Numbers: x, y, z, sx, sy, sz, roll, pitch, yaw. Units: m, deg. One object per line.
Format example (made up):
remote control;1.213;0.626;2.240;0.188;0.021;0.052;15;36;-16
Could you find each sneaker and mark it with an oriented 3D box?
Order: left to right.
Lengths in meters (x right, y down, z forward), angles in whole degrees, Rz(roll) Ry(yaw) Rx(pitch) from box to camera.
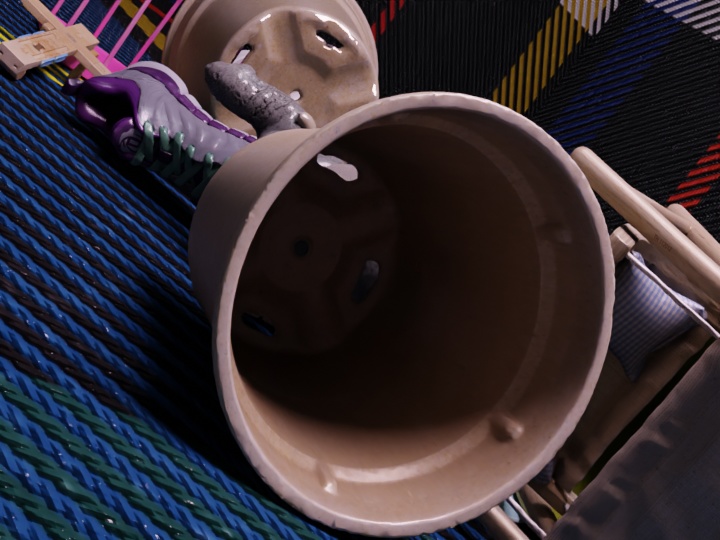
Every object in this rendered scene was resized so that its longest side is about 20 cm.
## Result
sneaker;-0.130;-0.077;0.888;0.199;0.075;0.087;38;30;24

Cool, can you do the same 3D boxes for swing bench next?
swing bench;0.148;0.081;0.683;0.129;0.200;0.201;19;25;-44

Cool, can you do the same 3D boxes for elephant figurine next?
elephant figurine;-0.023;-0.031;0.800;0.197;0.143;0.155;18;14;-16

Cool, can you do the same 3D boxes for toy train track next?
toy train track;-0.253;-0.171;0.982;0.115;0.033;0.200;45;13;-8

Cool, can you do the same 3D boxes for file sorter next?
file sorter;-0.187;-0.217;1.172;0.199;0.126;0.139;35;9;-26

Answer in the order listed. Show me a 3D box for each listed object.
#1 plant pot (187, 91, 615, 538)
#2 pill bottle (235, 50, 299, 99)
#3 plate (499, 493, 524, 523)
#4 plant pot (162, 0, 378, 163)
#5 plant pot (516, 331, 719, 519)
plant pot;-0.004;0.005;0.628;0.199;0.202;0.183;34;-3;-25
pill bottle;-0.103;-0.183;1.414;0.111;0.112;0.200;32;10;-37
plate;0.047;0.096;0.846;0.199;0.026;0.200;37;9;-7
plant pot;-0.064;-0.157;1.032;0.199;0.201;0.184;36;5;-17
plant pot;0.228;0.128;0.840;0.199;0.188;0.187;29;12;-48
